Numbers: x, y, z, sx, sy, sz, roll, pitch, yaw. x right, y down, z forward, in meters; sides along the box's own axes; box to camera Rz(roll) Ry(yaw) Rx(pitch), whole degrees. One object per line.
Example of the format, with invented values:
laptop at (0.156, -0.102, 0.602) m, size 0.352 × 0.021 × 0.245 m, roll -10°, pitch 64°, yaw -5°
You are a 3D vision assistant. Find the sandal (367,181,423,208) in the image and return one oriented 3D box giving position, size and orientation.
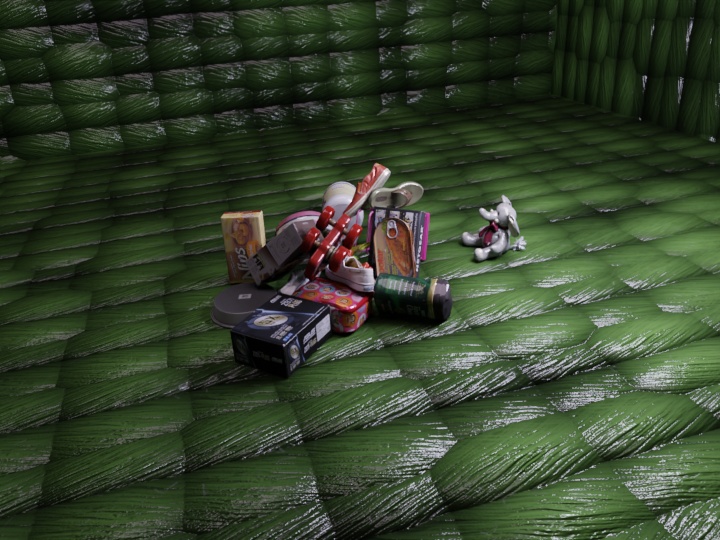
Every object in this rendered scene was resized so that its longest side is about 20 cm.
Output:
sandal at (0.111, -0.216, 1.869) m, size 0.196 × 0.082 × 0.057 m, roll -15°, pitch 39°, yaw -31°

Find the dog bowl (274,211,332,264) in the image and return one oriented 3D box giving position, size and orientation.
dog bowl at (-0.167, -0.099, 1.829) m, size 0.194 × 0.201 × 0.076 m, roll -10°, pitch 64°, yaw -13°

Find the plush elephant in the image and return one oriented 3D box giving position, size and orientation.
plush elephant at (0.415, -0.134, 1.875) m, size 0.193 × 0.159 × 0.166 m, roll -4°, pitch 26°, yaw 0°

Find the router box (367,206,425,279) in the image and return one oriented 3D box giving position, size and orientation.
router box at (0.100, -0.072, 1.742) m, size 0.145 × 0.207 × 0.051 m, roll 8°, pitch 3°, yaw 22°

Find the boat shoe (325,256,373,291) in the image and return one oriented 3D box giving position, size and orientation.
boat shoe at (-0.028, -0.002, 1.608) m, size 0.069 × 0.072 × 0.199 m, roll -1°, pitch 14°, yaw -31°

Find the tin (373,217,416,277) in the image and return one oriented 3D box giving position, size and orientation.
tin at (0.095, -0.042, 1.695) m, size 0.109 × 0.207 × 0.042 m, roll -5°, pitch -2°, yaw 16°

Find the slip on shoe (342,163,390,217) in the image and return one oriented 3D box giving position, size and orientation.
slip on shoe at (0.009, -0.238, 1.865) m, size 0.061 × 0.201 × 0.074 m, roll 40°, pitch 6°, yaw 10°

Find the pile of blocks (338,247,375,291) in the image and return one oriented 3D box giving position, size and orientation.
pile of blocks at (0.000, 0.000, 1.714) m, size 0.201 × 0.062 × 0.082 m, roll 50°, pitch 9°, yaw 32°

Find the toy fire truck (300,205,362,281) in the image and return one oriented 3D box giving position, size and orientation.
toy fire truck at (-0.087, -0.052, 1.593) m, size 0.110 × 0.169 × 0.202 m, roll 30°, pitch 55°, yaw 3°

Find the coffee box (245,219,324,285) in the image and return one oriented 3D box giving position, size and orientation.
coffee box at (-0.204, -0.050, 1.684) m, size 0.198 × 0.081 × 0.112 m, roll -36°, pitch -8°, yaw 27°

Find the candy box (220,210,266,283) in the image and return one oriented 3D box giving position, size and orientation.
candy box at (-0.332, -0.066, 1.784) m, size 0.112 × 0.206 × 0.056 m, roll -1°, pitch 23°, yaw 4°

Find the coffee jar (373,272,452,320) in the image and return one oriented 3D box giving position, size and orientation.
coffee jar at (0.136, 0.067, 1.564) m, size 0.194 × 0.105 × 0.087 m, roll 6°, pitch 57°, yaw 19°

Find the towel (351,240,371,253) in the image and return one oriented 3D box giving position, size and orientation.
towel at (-0.048, -0.052, 1.829) m, size 0.197 × 0.019 × 0.085 m, roll -18°, pitch 6°, yaw 40°

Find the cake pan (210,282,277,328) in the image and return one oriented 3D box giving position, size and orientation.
cake pan at (-0.308, 0.088, 1.660) m, size 0.193 × 0.038 × 0.202 m, roll -3°, pitch 26°, yaw 2°

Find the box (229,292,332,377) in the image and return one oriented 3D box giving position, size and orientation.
box at (-0.184, 0.147, 1.466) m, size 0.160 × 0.089 × 0.199 m, roll 11°, pitch 30°, yaw 28°

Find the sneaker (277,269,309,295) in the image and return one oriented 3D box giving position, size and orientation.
sneaker at (-0.164, 0.025, 1.709) m, size 0.070 × 0.074 × 0.201 m, roll 29°, pitch 34°, yaw 6°

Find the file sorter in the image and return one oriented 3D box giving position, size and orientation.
file sorter at (0.091, -0.109, 1.855) m, size 0.195 × 0.144 × 0.125 m, roll 11°, pitch 14°, yaw 28°

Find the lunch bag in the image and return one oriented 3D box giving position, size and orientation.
lunch bag at (-0.065, 0.082, 1.600) m, size 0.195 × 0.084 × 0.176 m, roll 11°, pitch 25°, yaw 25°

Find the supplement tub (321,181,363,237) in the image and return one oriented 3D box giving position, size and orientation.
supplement tub at (-0.062, -0.203, 2.089) m, size 0.140 × 0.149 × 0.201 m, roll -4°, pitch 25°, yaw -1°
